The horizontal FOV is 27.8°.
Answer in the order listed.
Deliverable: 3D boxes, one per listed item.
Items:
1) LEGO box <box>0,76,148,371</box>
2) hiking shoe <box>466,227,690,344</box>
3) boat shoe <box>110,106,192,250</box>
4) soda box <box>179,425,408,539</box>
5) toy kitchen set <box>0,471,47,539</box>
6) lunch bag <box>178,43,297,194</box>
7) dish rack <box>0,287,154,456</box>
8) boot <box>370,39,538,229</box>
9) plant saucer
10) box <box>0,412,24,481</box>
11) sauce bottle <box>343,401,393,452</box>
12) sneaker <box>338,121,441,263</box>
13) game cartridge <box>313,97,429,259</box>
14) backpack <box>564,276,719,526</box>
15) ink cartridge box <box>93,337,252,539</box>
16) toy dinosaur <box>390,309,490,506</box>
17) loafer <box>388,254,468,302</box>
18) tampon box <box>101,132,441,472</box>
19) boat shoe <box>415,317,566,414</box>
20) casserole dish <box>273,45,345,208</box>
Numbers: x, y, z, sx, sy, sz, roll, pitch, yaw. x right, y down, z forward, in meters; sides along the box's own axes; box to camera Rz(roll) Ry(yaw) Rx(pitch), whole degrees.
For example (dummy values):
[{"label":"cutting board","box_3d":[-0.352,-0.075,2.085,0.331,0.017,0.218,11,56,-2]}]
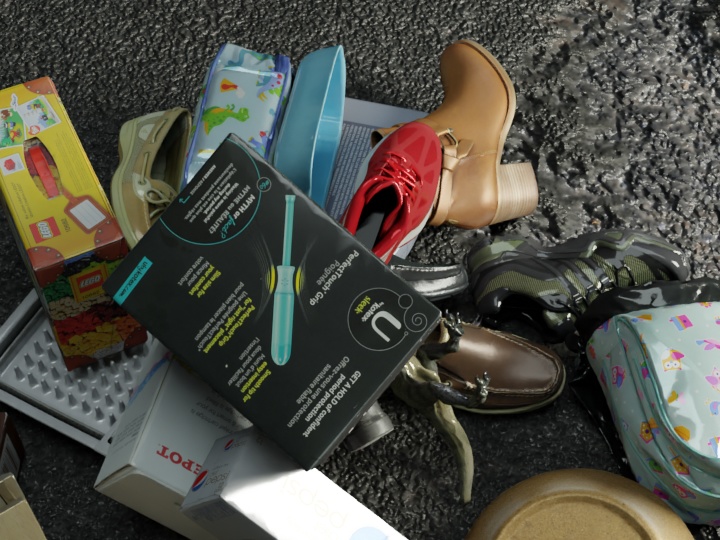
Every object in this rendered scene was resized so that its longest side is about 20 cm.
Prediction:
[{"label":"LEGO box","box_3d":[-0.259,-0.040,1.250,0.077,0.149,0.200,-21,55,-14]},{"label":"hiking shoe","box_3d":[0.195,0.022,1.303,0.199,0.076,0.101,-3,62,10]},{"label":"boat shoe","box_3d":[-0.187,-0.080,1.361,0.063,0.073,0.201,-22,38,13]},{"label":"soda box","box_3d":[-0.034,0.204,1.103,0.200,0.064,0.068,40,54,-20]},{"label":"toy kitchen set","box_3d":[-0.189,0.217,1.113,0.180,0.201,0.163,-29,17,-19]},{"label":"lunch bag","box_3d":[-0.115,-0.093,1.332,0.082,0.161,0.201,11,55,-2]},{"label":"dish rack","box_3d":[-0.218,0.081,1.277,0.199,0.044,0.172,24,58,17]},{"label":"boot","box_3d":[0.074,-0.132,1.367,0.154,0.074,0.201,-5,63,-30]},{"label":"plant saucer","box_3d":[0.167,0.244,1.124,0.199,0.035,0.201,-6,63,11]},{"label":"box","box_3d":[-0.388,0.171,1.198,0.199,0.075,0.101,0,54,3]},{"label":"sauce bottle","box_3d":[-0.038,0.049,1.168,0.065,0.065,0.201,-26,86,-17]},{"label":"sneaker","box_3d":[0.033,-0.063,1.221,0.078,0.116,0.201,29,60,-7]},{"label":"game cartridge","box_3d":[0.000,-0.078,1.395,0.132,0.041,0.201,9,55,12]},{"label":"backpack","box_3d":[0.271,0.107,1.197,0.166,0.127,0.201,-7,57,-8]},{"label":"ink cartridge box","box_3d":[-0.109,0.114,1.183,0.145,0.083,0.201,32,56,-19]},{"label":"toy dinosaur","box_3d":[0.060,0.090,1.199,0.200,0.088,0.047,54,31,1]},{"label":"loafer","box_3d":[0.000,0.000,1.280,0.200,0.068,0.071,-3,87,-17]},{"label":"tampon box","box_3d":[-0.060,0.026,1.075,0.200,0.126,0.150,41,89,5]},{"label":"boat shoe","box_3d":[0.075,0.075,1.248,0.201,0.075,0.075,7,71,10]},{"label":"casserole dish","box_3d":[-0.046,-0.118,1.323,0.039,0.121,0.201,6,48,6]}]
